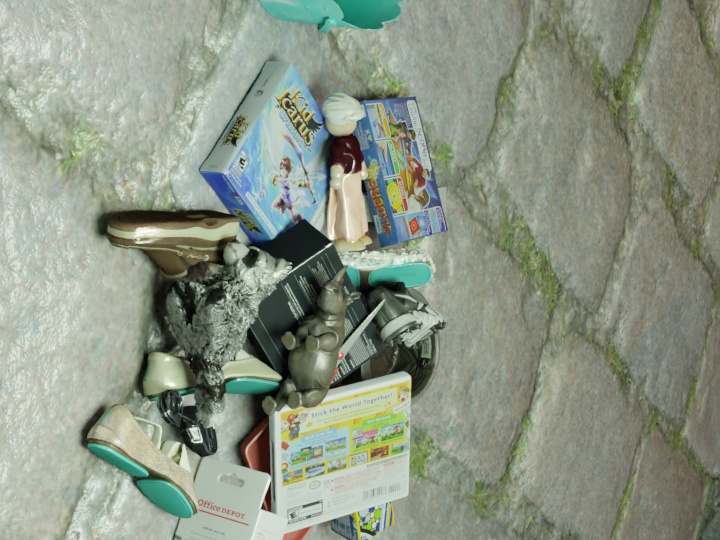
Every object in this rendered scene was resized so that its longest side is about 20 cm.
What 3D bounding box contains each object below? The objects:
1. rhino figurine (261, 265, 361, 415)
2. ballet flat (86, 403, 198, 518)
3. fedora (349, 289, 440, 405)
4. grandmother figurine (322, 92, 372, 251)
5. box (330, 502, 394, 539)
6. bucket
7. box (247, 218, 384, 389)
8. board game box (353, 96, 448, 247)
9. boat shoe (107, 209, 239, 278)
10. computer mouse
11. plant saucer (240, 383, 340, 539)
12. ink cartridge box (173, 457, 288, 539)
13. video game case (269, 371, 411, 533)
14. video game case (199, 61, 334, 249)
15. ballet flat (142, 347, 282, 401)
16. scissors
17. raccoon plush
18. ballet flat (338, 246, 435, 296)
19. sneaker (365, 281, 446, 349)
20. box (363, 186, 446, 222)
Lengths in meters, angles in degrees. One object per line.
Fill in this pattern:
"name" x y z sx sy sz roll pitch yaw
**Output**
"rhino figurine" -0.052 0.083 1.509 0.087 0.060 0.200 -10 123 -62
"ballet flat" -0.234 0.215 1.434 0.200 0.068 0.067 56 45 -47
"fedora" 0.028 0.107 1.773 0.200 0.090 0.177 23 78 -52
"grandmother figurine" -0.020 -0.128 1.607 0.121 0.060 0.200 -64 150 -77
"box" -0.007 0.265 1.706 0.070 0.064 0.200 -24 118 -37
"bucket" -0.035 -0.392 1.531 0.207 0.135 0.208 -17 112 -52
"box" -0.074 0.057 1.578 0.141 0.079 0.200 -36 131 -13
"board game box" 0.054 -0.141 1.756 0.135 0.034 0.200 -14 91 -54
"boat shoe" -0.207 -0.026 1.415 0.202 0.075 0.075 -5 107 -56
"computer mouse" -0.205 0.177 1.442 0.200 0.034 0.059 65 11 -68
"plant saucer" -0.083 0.247 1.688 0.200 0.037 0.200 -47 133 -40
"ink cartridge box" -0.164 0.339 1.516 0.067 0.116 0.200 37 67 -53
"video game case" -0.024 0.235 1.622 0.200 0.023 0.182 -11 114 -27
"video game case" -0.098 -0.128 1.577 0.181 0.045 0.200 -63 142 -27
"ballet flat" -0.174 0.116 1.494 0.200 0.069 0.070 1 96 -48
"scissors" -0.038 0.115 1.577 0.073 0.014 0.200 18 108 -38
"raccoon plush" -0.146 0.065 1.443 0.134 0.097 0.200 -19 122 -42
"ballet flat" 0.000 0.000 1.689 0.200 0.072 0.072 -3 103 -14
"sneaker" 0.058 0.053 1.669 0.091 0.066 0.200 57 13 14
"box" 0.058 -0.098 1.819 0.200 0.039 0.042 -13 107 -54
